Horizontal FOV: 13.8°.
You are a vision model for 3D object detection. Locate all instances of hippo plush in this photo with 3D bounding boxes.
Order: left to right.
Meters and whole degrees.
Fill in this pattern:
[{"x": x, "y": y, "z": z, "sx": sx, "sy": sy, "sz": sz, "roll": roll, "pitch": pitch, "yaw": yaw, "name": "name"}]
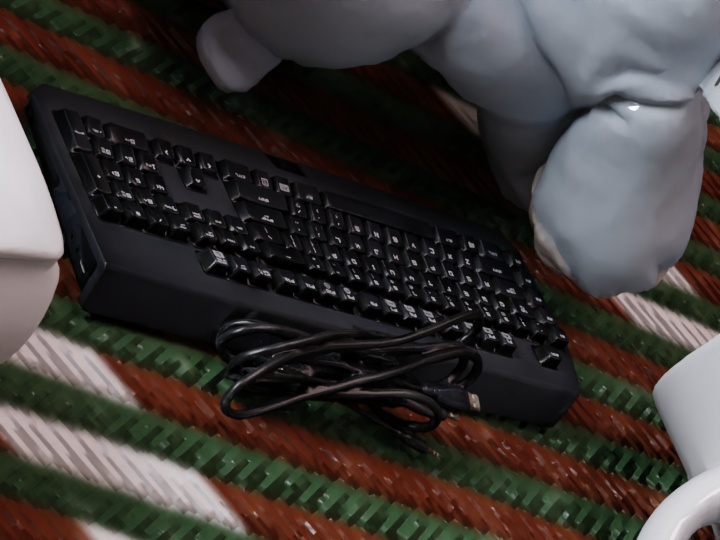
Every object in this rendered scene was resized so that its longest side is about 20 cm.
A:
[{"x": 0.028, "y": -0.074, "z": 0.894, "sx": 0.160, "sy": 0.160, "sz": 0.200, "roll": 4, "pitch": 20, "yaw": -14, "name": "hippo plush"}]

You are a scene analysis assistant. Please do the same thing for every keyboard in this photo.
[{"x": 0.000, "y": 0.000, "z": 0.842, "sx": 0.200, "sy": 0.040, "sz": 0.104, "roll": 14, "pitch": 44, "yaw": -44, "name": "keyboard"}]

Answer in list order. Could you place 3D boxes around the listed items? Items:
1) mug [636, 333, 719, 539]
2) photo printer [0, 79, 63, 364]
[{"x": 0.168, "y": 0.092, "z": 0.881, "sx": 0.200, "sy": 0.148, "sz": 0.176, "roll": -19, "pitch": 76, "yaw": -26, "name": "mug"}, {"x": -0.173, "y": -0.052, "z": 0.639, "sx": 0.200, "sy": 0.069, "sz": 0.167, "roll": 4, "pitch": 52, "yaw": -51, "name": "photo printer"}]
